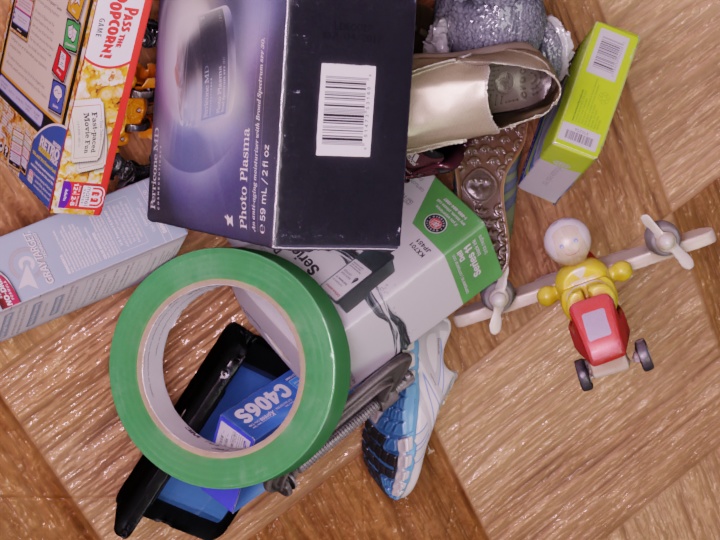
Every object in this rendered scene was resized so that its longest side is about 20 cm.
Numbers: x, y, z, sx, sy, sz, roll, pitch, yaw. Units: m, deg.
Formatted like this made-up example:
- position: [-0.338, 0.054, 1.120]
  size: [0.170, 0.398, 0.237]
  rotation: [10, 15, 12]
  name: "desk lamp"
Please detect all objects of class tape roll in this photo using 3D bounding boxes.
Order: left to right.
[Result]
- position: [-0.109, 0.081, 1.633]
  size: [0.201, 0.200, 0.048]
  rotation: [-61, 165, 8]
  name: "tape roll"

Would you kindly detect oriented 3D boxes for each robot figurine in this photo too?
- position: [-0.150, -0.141, 1.619]
  size: [0.200, 0.058, 0.145]
  rotation: [-4, 116, -33]
  name: "robot figurine"

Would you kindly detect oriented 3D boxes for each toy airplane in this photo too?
- position: [0.212, 0.003, 1.862]
  size: [0.200, 0.199, 0.141]
  rotation: [-44, 126, -30]
  name: "toy airplane"

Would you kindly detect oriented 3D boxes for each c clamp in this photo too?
- position: [-0.016, 0.141, 1.741]
  size: [0.200, 0.027, 0.171]
  rotation: [-37, 169, -29]
  name: "c clamp"

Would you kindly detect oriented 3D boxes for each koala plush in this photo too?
- position: [0.109, -0.241, 1.652]
  size: [0.177, 0.184, 0.201]
  rotation: [-9, 116, -29]
  name: "koala plush"

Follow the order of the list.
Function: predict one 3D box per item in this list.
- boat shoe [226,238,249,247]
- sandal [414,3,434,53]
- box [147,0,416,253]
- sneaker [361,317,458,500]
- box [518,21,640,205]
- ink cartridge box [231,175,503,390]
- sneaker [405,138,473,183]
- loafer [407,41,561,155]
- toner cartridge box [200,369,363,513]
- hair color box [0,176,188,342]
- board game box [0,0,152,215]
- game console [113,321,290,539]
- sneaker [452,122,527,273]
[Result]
- position: [-0.046, -0.096, 1.719]
  size: [0.200, 0.072, 0.062]
  rotation: [-38, 108, -18]
  name: "boat shoe"
- position: [0.028, -0.198, 1.709]
  size: [0.200, 0.054, 0.081]
  rotation: [28, 66, -29]
  name: "sandal"
- position: [-0.066, -0.123, 1.508]
  size: [0.123, 0.198, 0.201]
  rotation: [0, 97, -34]
  name: "box"
- position: [0.057, 0.131, 1.899]
  size: [0.086, 0.075, 0.201]
  rotation: [-13, 122, -35]
  name: "sneaker"
- position: [0.194, -0.138, 1.775]
  size: [0.048, 0.200, 0.122]
  rotation: [21, 78, -2]
  name: "box"
- position: [0.000, 0.000, 1.728]
  size: [0.200, 0.147, 0.083]
  rotation: [-37, 143, -11]
  name: "ink cartridge box"
- position: [0.009, -0.095, 1.643]
  size: [0.200, 0.115, 0.076]
  rotation: [-25, 102, -24]
  name: "sneaker"
- position: [0.077, -0.140, 1.571]
  size: [0.200, 0.068, 0.076]
  rotation: [-20, 112, -24]
  name: "loafer"
- position: [-0.058, 0.133, 1.779]
  size: [0.200, 0.043, 0.095]
  rotation: [-32, 150, -45]
  name: "toner cartridge box"
- position: [-0.248, -0.002, 1.595]
  size: [0.200, 0.061, 0.099]
  rotation: [-24, 169, -22]
  name: "hair color box"
- position: [-0.226, -0.163, 1.496]
  size: [0.046, 0.151, 0.201]
  rotation: [3, 113, -34]
  name: "board game box"
- position: [-0.123, 0.161, 1.766]
  size: [0.116, 0.176, 0.200]
  rotation: [32, 95, -9]
  name: "game console"
- position: [0.114, -0.085, 1.826]
  size: [0.067, 0.090, 0.201]
  rotation: [5, 86, -2]
  name: "sneaker"
